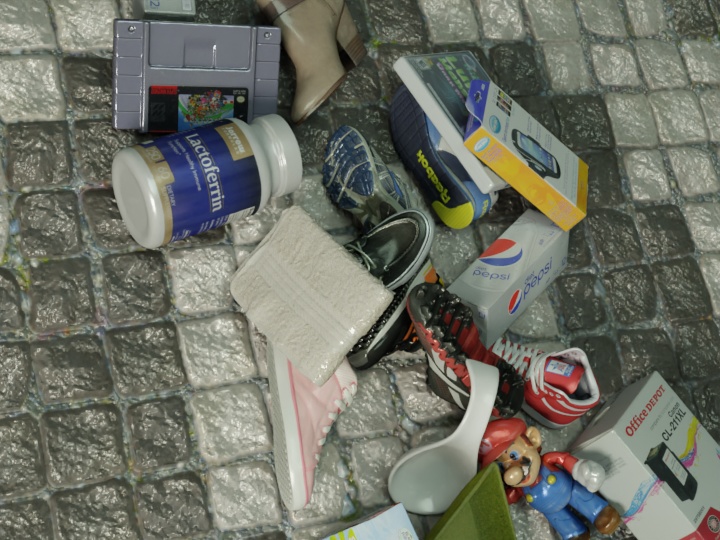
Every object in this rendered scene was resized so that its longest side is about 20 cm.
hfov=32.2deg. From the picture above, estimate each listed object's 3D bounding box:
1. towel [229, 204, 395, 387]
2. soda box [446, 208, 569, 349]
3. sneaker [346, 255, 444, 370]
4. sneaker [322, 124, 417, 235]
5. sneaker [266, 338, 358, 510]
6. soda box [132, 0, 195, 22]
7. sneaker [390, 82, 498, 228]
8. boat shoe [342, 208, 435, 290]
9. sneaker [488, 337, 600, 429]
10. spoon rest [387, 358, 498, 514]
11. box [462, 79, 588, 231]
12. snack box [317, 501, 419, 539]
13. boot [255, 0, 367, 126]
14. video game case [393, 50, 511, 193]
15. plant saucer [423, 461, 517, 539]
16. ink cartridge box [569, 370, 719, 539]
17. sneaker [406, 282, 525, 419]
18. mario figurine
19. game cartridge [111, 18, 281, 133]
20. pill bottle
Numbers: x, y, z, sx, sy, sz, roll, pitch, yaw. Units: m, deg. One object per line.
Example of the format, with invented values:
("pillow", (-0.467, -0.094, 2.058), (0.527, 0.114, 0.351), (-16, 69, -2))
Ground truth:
("towel", (-0.060, 0.022, 1.381), (0.133, 0.034, 0.200), (-51, 50, 3))
("soda box", (0.181, 0.008, 1.524), (0.063, 0.069, 0.200), (23, 46, 29))
("sneaker", (0.056, 0.067, 1.456), (0.090, 0.070, 0.200), (53, 39, -13))
("sneaker", (0.023, -0.089, 1.528), (0.085, 0.077, 0.201), (4, 52, -51))
("sneaker", (-0.046, 0.164, 1.395), (0.103, 0.075, 0.202), (0, 67, -17))
("soda box", (-0.245, -0.383, 1.514), (0.063, 0.068, 0.202), (-1, 71, -21))
("sneaker", (0.106, -0.150, 1.581), (0.082, 0.074, 0.202), (-21, 80, -37))
("boat shoe", (0.000, 0.000, 1.422), (0.200, 0.071, 0.072), (-40, 70, 7))
("sneaker", (0.195, 0.114, 1.492), (0.199, 0.112, 0.072), (30, 62, -9))
("spoon rest", (0.098, 0.197, 1.392), (0.098, 0.201, 0.061), (17, 25, -15))
("box", (0.199, -0.149, 1.546), (0.199, 0.041, 0.120), (37, 35, -14))
("snack box", (0.023, 0.339, 1.286), (0.067, 0.200, 0.170), (-21, 81, -23))
("boot", (-0.074, -0.285, 1.546), (0.146, 0.070, 0.200), (48, 43, -13))
("video game case", (0.147, -0.193, 1.584), (0.201, 0.023, 0.181), (55, 33, 11))
("plant saucer", (0.116, 0.340, 1.351), (0.200, 0.047, 0.202), (-36, 114, -57))
("ink cartridge box", (0.367, 0.246, 1.512), (0.200, 0.083, 0.146), (50, 44, 1))
("sneaker", (0.102, 0.096, 1.428), (0.201, 0.097, 0.071), (50, 52, -26))
("mario figurine", (0.204, 0.255, 1.445), (0.200, 0.106, 0.124), (41, 73, -9))
("game cartridge", (-0.192, -0.226, 1.469), (0.198, 0.038, 0.131), (-2, 101, -21))
("pill bottle", (-0.172, -0.108, 1.423), (0.198, 0.116, 0.117), (-21, 80, -28))
